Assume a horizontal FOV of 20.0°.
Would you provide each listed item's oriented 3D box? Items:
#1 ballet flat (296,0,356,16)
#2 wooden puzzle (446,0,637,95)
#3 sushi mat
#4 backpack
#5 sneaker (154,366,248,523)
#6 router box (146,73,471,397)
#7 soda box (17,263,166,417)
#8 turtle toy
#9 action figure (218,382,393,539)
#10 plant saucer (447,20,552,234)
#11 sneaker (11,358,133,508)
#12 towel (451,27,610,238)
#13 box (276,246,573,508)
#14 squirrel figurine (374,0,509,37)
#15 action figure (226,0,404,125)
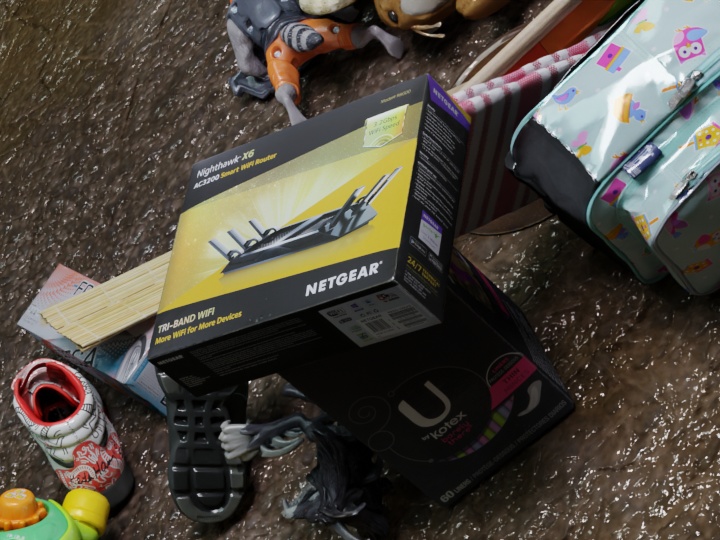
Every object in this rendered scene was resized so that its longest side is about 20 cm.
[{"bbox_3d":[-0.024,-0.274,1.726,0.066,0.057,0.201,-7,35,11],"label":"ballet flat"},{"bbox_3d":[0.149,-0.168,1.416,0.200,0.037,0.185,-37,-3,32],"label":"wooden puzzle"},{"bbox_3d":[-0.160,0.009,1.667,0.199,0.012,0.096,-27,29,-20],"label":"sushi mat"},{"bbox_3d":[0.216,-0.095,1.313,0.153,0.176,0.200,38,91,32],"label":"backpack"},{"bbox_3d":[-0.119,0.085,1.523,0.079,0.075,0.201,-107,21,-71],"label":"sneaker"},{"bbox_3d":[-0.032,-0.020,1.269,0.199,0.052,0.158,-19,46,34],"label":"router box"},{"bbox_3d":[-0.207,0.058,1.712,0.200,0.064,0.069,21,74,53],"label":"soda box"},{"bbox_3d":[-0.285,0.240,1.591,0.200,0.101,0.147,-27,41,48],"label":"turtle toy"},{"bbox_3d":[-0.032,0.128,1.432,0.102,0.119,0.201,-25,32,14],"label":"action figure"},{"bbox_3d":[0.125,-0.120,1.552,0.199,0.034,0.201,-26,43,27],"label":"plant saucer"},{"bbox_3d":[-0.250,0.103,1.667,0.067,0.108,0.201,-30,38,-10],"label":"sneaker"},{"bbox_3d":[0.121,-0.100,1.385,0.199,0.147,0.030,-25,61,-23],"label":"towel"},{"bbox_3d":[0.030,0.046,1.361,0.122,0.200,0.106,-40,37,12],"label":"box"},{"bbox_3d":[0.095,-0.272,1.662,0.186,0.141,0.201,-33,24,37],"label":"squirrel figurine"},{"bbox_3d":[-0.044,-0.227,1.767,0.200,0.105,0.193,-48,45,2],"label":"action figure"}]
